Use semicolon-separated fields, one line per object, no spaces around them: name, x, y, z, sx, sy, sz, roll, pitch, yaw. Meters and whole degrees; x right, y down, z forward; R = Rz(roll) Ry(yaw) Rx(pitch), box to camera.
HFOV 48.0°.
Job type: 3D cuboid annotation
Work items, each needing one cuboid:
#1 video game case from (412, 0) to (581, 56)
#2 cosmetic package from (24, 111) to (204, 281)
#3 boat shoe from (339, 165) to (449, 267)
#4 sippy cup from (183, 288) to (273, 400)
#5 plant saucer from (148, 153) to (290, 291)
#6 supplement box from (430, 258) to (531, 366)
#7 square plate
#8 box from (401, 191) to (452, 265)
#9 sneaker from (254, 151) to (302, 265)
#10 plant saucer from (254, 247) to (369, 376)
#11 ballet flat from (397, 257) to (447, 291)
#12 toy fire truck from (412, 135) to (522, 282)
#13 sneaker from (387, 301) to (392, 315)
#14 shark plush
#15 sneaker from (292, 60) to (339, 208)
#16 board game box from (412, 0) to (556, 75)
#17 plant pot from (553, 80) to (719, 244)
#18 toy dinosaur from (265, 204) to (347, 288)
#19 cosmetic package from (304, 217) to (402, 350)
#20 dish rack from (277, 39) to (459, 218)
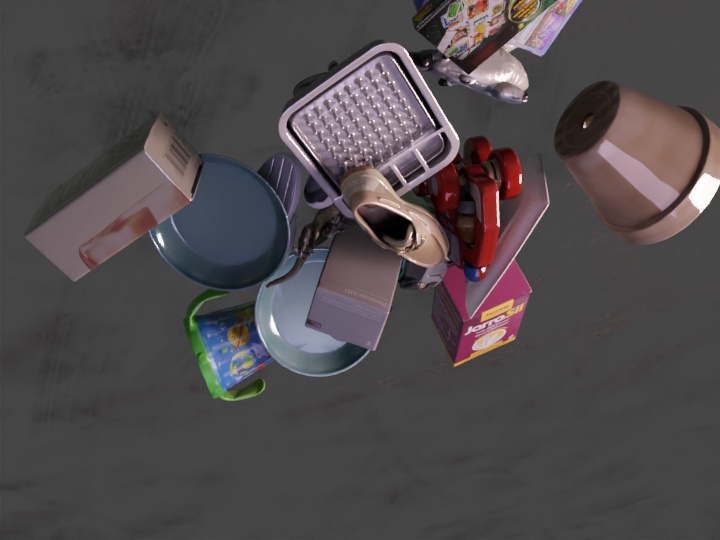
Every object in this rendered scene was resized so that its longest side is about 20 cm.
video game case;0.178;-0.347;0.878;0.178;0.046;0.201;9;138;-26
cosmetic package;-0.295;-0.088;0.978;0.198;0.104;0.088;-29;121;20
boat shoe;0.047;-0.049;0.994;0.071;0.066;0.199;-32;136;20
sippy cup;-0.201;0.116;1.297;0.128;0.141;0.179;-23;156;-10
plant saucer;-0.185;-0.067;1.068;0.195;0.036;0.204;4;123;7
supplement box;0.199;0.060;1.363;0.129;0.105;0.201;-22;154;-8
square plate;0.200;-0.056;1.153;0.028;0.201;0.200;28;117;-5
box;0.094;-0.051;1.265;0.197;0.037;0.145;11;137;-35
sneaker;-0.119;-0.079;1.118;0.072;0.071;0.203;29;123;11
plant saucer;-0.064;0.061;1.242;0.195;0.036;0.205;-1;104;-4
ballet flat;0.094;-0.009;1.185;0.071;0.075;0.200;-12;167;-5
toy fire truck;0.141;-0.080;1.087;0.110;0.200;0.172;-12;112;-11
sneaker;-0.044;0.052;1.300;0.195;0.089;0.076;-10;145;-9
shark plush;0.125;-0.237;0.999;0.196;0.093;0.083;-8;175;-21
sneaker;-0.046;-0.171;1.007;0.112;0.076;0.201;14;126;-33
board game box;0.160;-0.305;0.870;0.199;0.024;0.104;-36;135;29
plant pot;0.365;-0.164;1.111;0.172;0.203;0.200;28;128;-24
toy dinosaur;-0.061;-0.048;1.094;0.047;0.088;0.202;35;91;-13
cosmetic package;0.000;0.000;1.118;0.105;0.202;0.091;17;131;-3
dish rack;0.009;-0.166;0.947;0.170;0.044;0.200;-32;137;11
